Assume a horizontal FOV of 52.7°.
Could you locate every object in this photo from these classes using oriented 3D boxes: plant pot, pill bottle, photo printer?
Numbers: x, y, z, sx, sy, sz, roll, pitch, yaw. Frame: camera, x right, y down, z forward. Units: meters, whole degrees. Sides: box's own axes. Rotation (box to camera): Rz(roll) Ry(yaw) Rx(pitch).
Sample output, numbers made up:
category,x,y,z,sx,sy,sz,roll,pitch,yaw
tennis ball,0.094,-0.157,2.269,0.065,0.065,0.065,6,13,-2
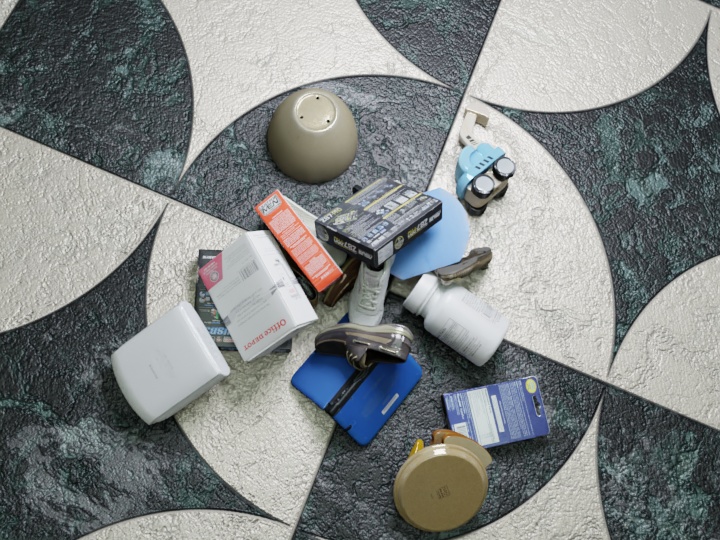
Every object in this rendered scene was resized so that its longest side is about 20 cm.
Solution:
category,x,y,z,sx,sy,sz,roll,pitch,yaw
plant pot,-0.097,-0.302,1.528,0.198,0.135,0.202,2,75,-6
pill bottle,0.190,0.091,1.463,0.199,0.114,0.115,35,74,3
photo printer,-0.367,0.181,1.370,0.199,0.069,0.167,-34,82,10

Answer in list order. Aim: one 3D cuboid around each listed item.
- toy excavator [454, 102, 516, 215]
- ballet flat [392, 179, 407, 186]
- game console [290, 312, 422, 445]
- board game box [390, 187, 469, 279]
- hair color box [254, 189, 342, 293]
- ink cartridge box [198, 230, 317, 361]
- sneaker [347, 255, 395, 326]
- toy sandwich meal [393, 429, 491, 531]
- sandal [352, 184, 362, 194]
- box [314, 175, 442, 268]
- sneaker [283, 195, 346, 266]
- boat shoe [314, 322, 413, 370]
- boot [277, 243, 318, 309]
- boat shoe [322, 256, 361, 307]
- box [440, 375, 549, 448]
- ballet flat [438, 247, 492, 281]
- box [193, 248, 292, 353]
category,x,y,z,sx,sy,sz,roll,pitch,yaw
toy excavator,0.253,-0.253,1.583,0.194,0.100,0.200,-39,74,-16
ballet flat,0.126,-0.118,1.548,0.072,0.072,0.200,-40,84,-15
game console,-0.006,0.213,1.457,0.200,0.118,0.171,-48,116,-16
board game box,0.123,-0.070,1.470,0.198,0.039,0.159,-19,75,9
hair color box,-0.116,-0.053,1.396,0.061,0.102,0.201,-37,87,-3
ink cartridge box,-0.194,0.047,1.365,0.146,0.083,0.201,-34,80,26
sneaker,0.014,0.032,1.412,0.074,0.100,0.202,13,95,9
toy sandwich meal,0.153,0.401,1.391,0.203,0.070,0.207,-2,105,-7
sandal,0.063,-0.112,1.529,0.200,0.075,0.048,44,76,-4
box,0.036,-0.098,1.389,0.161,0.049,0.200,28,50,33
sneaker,-0.108,-0.081,1.492,0.200,0.085,0.075,42,86,0
boat shoe,0.001,0.147,1.385,0.198,0.075,0.074,-6,53,20
boot,-0.154,-0.007,1.424,0.200,0.076,0.074,44,74,5
boat shoe,0.000,0.000,1.488,0.067,0.072,0.200,39,75,3
box,0.271,0.290,1.460,0.198,0.032,0.122,-10,76,-7
ballet flat,0.218,-0.005,1.481,0.067,0.200,0.047,1,105,31
box,-0.232,0.061,1.457,0.198,0.050,0.201,2,75,-7
